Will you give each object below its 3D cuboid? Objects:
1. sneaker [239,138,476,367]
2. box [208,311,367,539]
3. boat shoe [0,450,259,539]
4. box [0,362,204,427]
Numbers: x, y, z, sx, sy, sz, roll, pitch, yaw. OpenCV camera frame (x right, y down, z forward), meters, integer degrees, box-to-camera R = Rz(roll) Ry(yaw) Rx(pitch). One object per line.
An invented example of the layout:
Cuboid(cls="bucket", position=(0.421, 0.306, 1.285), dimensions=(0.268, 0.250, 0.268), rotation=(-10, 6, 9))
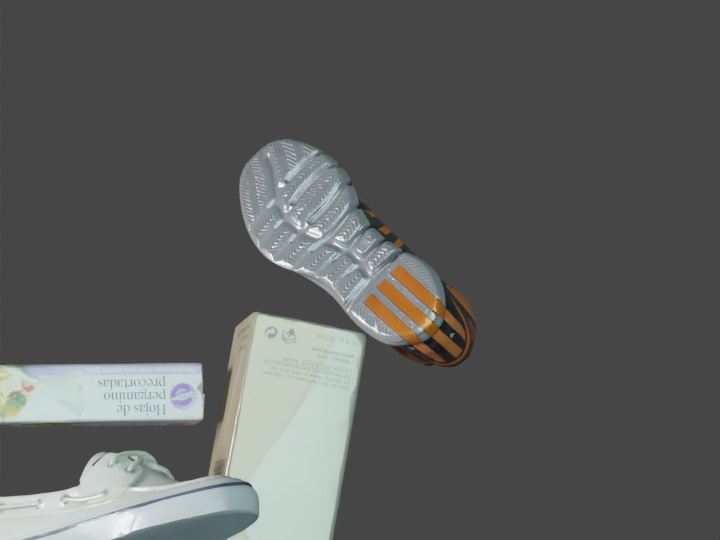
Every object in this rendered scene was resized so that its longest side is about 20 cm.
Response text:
Cuboid(cls="sneaker", position=(0.000, 0.000, 1.619), dimensions=(0.078, 0.112, 0.200), rotation=(-43, 59, 2))
Cuboid(cls="box", position=(-0.056, 0.135, 1.576), dimensions=(0.078, 0.095, 0.200), rotation=(12, 79, -9))
Cuboid(cls="boat shoe", position=(-0.152, 0.145, 1.525), dimensions=(0.071, 0.200, 0.070), rotation=(20, 58, -52))
Cuboid(cls="box", position=(-0.203, 0.081, 1.578), dimensions=(0.200, 0.041, 0.039), rotation=(0, 83, -13))
